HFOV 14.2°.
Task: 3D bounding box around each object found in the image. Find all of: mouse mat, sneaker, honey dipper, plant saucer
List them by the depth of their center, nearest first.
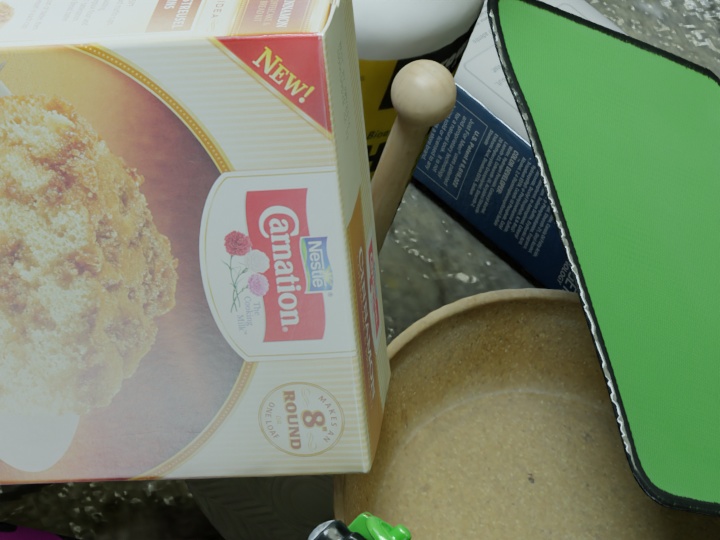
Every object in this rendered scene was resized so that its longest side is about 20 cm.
[{"bbox_3d":[0.076,0.101,1.003,0.199,0.035,0.201,13,54,-19],"label":"plant saucer"},{"bbox_3d":[0.116,0.000,1.028,0.161,0.008,0.201,15,51,-50],"label":"mouse mat"},{"bbox_3d":[0.000,0.000,1.037,0.038,0.200,0.038,11,45,-12],"label":"honey dipper"},{"bbox_3d":[0.028,0.082,1.064,0.199,0.075,0.085,29,45,-7],"label":"sneaker"}]

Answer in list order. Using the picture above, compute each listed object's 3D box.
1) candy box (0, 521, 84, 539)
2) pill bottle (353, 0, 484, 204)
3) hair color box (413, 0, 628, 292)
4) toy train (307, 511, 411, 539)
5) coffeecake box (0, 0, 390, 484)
[{"bbox_3d":[-0.174,0.134,0.930,0.199,0.061,0.137,12,36,-9],"label":"candy box"},{"bbox_3d":[-0.016,-0.092,1.039,0.111,0.200,0.112,10,47,-11],"label":"pill bottle"},{"bbox_3d":[0.105,-0.038,1.213,0.200,0.061,0.100,40,46,18],"label":"hair color box"},{"bbox_3d":[0.059,0.151,0.904,0.200,0.042,0.056,45,8,10],"label":"toy train"},{"bbox_3d":[-0.097,-0.014,0.934,0.199,0.154,0.073,-3,26,8],"label":"coffeecake box"}]
